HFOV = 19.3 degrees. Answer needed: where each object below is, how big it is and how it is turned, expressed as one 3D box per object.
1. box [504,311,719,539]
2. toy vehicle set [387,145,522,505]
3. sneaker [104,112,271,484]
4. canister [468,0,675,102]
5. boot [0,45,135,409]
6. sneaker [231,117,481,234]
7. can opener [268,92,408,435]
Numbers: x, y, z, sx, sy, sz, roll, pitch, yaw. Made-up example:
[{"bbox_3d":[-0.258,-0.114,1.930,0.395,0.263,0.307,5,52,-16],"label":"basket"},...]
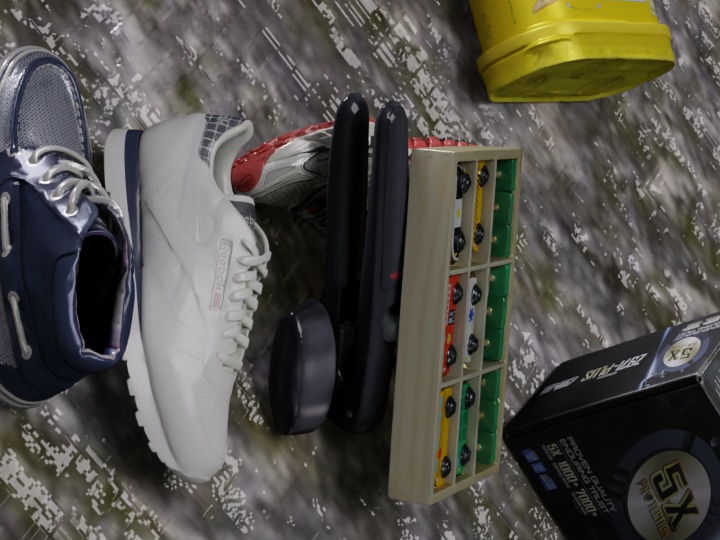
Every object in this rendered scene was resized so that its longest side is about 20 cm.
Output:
[{"bbox_3d":[0.215,0.142,1.333,0.200,0.163,0.086,58,45,-12],"label":"box"},{"bbox_3d":[0.057,0.028,1.238,0.124,0.026,0.201,-13,108,-67],"label":"toy vehicle set"},{"bbox_3d":[-0.086,0.013,1.134,0.076,0.080,0.201,61,20,-79],"label":"sneaker"},{"bbox_3d":[0.126,-0.222,1.438,0.148,0.086,0.201,-5,77,-45],"label":"canister"},{"bbox_3d":[-0.151,-0.032,1.096,0.073,0.090,0.201,13,66,-40],"label":"boot"},{"bbox_3d":[0.008,-0.041,1.263,0.199,0.078,0.083,7,72,-42],"label":"sneaker"},{"bbox_3d":[0.000,0.000,1.200,0.079,0.063,0.201,-19,124,-61],"label":"can opener"}]
